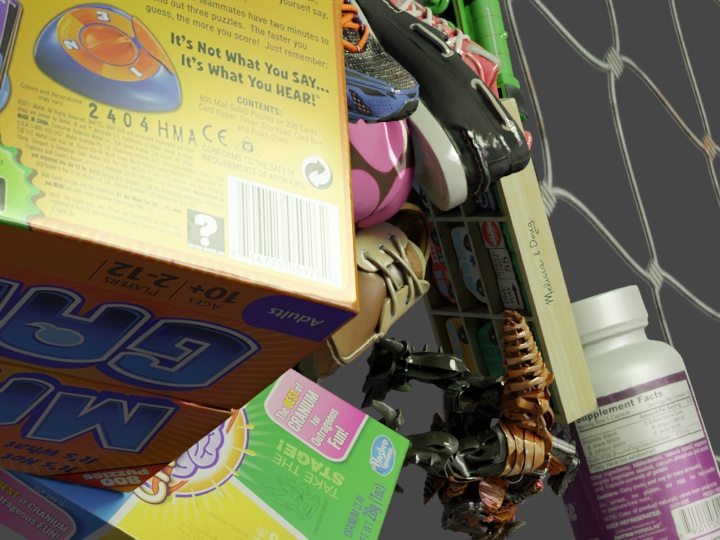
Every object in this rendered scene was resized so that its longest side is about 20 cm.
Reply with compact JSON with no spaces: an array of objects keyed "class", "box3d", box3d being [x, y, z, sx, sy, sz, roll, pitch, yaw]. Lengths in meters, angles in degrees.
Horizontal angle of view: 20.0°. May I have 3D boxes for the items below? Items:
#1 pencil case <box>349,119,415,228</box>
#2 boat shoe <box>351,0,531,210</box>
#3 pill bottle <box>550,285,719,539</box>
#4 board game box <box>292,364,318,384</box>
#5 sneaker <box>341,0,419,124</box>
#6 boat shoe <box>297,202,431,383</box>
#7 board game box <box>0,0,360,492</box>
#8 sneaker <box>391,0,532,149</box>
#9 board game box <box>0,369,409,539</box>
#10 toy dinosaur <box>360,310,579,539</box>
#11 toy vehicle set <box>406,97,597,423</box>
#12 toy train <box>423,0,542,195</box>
[{"class":"pencil case","box3d":[-0.059,-0.068,1.101,0.199,0.090,0.095,-4,95,-54]},{"class":"boat shoe","box3d":[0.034,-0.115,1.211,0.200,0.060,0.074,-124,-162,-45]},{"class":"pill bottle","box3d":[0.184,0.118,1.418,0.112,0.112,0.202,-7,78,-59]},{"class":"board game box","box3d":[-0.040,0.088,1.134,0.095,0.030,0.202,23,53,-73]},{"class":"sneaker","box3d":[-0.040,-0.154,1.087,0.200,0.079,0.075,45,29,12]},{"class":"boat shoe","box3d":[0.000,0.000,1.191,0.200,0.073,0.076,-67,137,-67]},{"class":"board game box","box3d":[-0.139,-0.050,0.855,0.199,0.200,0.201,14,57,-29]},{"class":"sneaker","box3d":[0.051,-0.144,1.391,0.201,0.086,0.074,59,30,-16]},{"class":"board game box","box3d":[-0.084,0.093,0.986,0.199,0.040,0.154,32,40,-9]},{"class":"toy dinosaur","box3d":[0.068,0.089,1.214,0.102,0.134,0.202,-85,-174,-61]},{"class":"toy vehicle set","box3d":[0.077,-0.006,1.283,0.026,0.124,0.202,-22,102,-29]},{"class":"toy train","box3d":[0.089,-0.126,1.472,0.042,0.056,0.202,17,58,-53]}]
